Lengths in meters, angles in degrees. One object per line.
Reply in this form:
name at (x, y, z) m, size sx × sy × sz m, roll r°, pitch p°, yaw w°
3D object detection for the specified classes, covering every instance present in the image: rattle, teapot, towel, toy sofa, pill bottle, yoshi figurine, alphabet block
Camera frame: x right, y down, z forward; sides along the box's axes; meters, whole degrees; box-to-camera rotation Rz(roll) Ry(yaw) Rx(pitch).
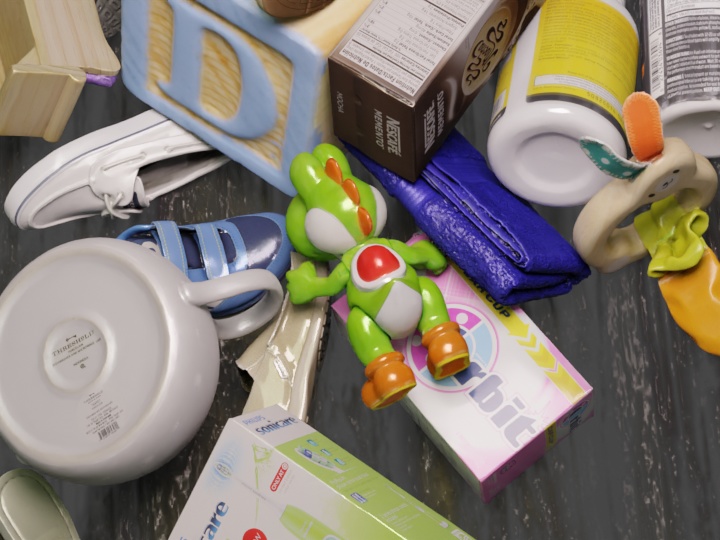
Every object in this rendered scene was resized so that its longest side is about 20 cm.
rattle at (0.234, -0.028, 1.503) m, size 0.129 × 0.200 × 0.144 m, roll -10°, pitch 66°, yaw -3°
teapot at (-0.181, 0.073, 1.515) m, size 0.198 × 0.146 × 0.199 m, roll 14°, pitch 85°, yaw 25°
towel at (0.087, -0.059, 1.569) m, size 0.200 × 0.147 × 0.050 m, roll 47°, pitch 117°, yaw 19°
toy sofa at (-0.276, -0.210, 1.663) m, size 0.097 × 0.083 × 0.201 m, roll 1°, pitch 54°, yaw -31°
pill bottle at (0.167, -0.158, 1.599) m, size 0.111 × 0.113 × 0.201 m, roll 6°, pitch 50°, yaw 8°
yoshi figurine at (0.002, 0.002, 1.518) m, size 0.112 × 0.112 × 0.201 m, roll -33°, pitch 78°, yaw 30°
alphabet block at (-0.059, -0.218, 1.592) m, size 0.196 × 0.196 × 0.200 m, roll 34°, pitch 59°, yaw 14°
pill bottle at (0.282, -0.202, 1.623) m, size 0.105 × 0.106 × 0.202 m, roll 0°, pitch 67°, yaw 6°

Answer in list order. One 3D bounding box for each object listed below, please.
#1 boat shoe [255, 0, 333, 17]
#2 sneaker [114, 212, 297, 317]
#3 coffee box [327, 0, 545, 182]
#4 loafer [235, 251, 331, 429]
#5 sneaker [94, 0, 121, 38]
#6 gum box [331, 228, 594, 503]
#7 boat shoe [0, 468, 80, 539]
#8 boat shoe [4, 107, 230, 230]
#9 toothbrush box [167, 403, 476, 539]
boat shoe at (-0.026, -0.252, 1.467) m, size 0.062 × 0.074 × 0.200 m, roll 30°, pitch 46°, yaw 20°
sneaker at (-0.146, -0.002, 1.599) m, size 0.198 × 0.082 × 0.074 m, roll -19°, pitch 65°, yaw -3°
coffee box at (0.063, -0.184, 1.507) m, size 0.079 × 0.113 × 0.201 m, roll 30°, pitch 69°, yaw 16°
loafer at (-0.064, 0.070, 1.564) m, size 0.068 × 0.076 × 0.202 m, roll 8°, pitch 69°, yaw 3°
sneaker at (-0.222, -0.288, 1.741) m, size 0.086 × 0.075 × 0.202 m, roll 6°, pitch 65°, yaw 27°
gum box at (0.076, 0.067, 1.555) m, size 0.113 × 0.066 × 0.200 m, roll -38°, pitch 69°, yaw -9°
boat shoe at (-0.232, 0.251, 1.515) m, size 0.071 × 0.060 × 0.202 m, roll -21°, pitch 80°, yaw -40°
boat shoe at (-0.197, -0.078, 1.640) m, size 0.199 × 0.074 × 0.066 m, roll -29°, pitch 63°, yaw -5°
toothbrush box at (-0.033, 0.216, 1.465) m, size 0.199 × 0.086 × 0.146 m, roll 33°, pitch 106°, yaw 19°
